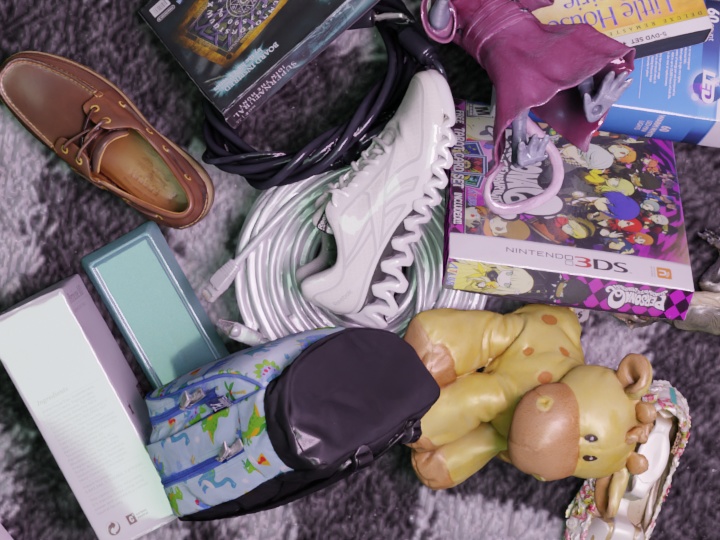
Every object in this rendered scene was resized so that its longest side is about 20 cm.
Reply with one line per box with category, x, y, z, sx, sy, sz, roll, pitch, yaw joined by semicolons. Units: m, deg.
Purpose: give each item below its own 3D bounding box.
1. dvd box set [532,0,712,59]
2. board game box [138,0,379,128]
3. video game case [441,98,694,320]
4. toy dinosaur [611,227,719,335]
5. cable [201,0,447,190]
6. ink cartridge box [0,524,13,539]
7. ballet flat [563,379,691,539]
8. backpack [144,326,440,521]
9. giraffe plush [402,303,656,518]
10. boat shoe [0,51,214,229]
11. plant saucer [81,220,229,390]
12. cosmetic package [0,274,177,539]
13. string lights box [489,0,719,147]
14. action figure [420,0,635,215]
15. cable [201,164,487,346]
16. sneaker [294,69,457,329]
dvd box set;0.169;-0.251;1.245;0.146;0.029;0.201;-13;73;-6
board game box;-0.061;-0.220;1.254;0.200;0.028;0.135;-41;60;4
video game case;0.153;-0.050;1.234;0.181;0.200;0.036;8;131;-2
toy dinosaur;0.303;0.020;1.312;0.199;0.047;0.088;11;110;-2
cable;-0.043;-0.147;1.258;0.200;0.051;0.163;-31;67;-1
ink cartridge box;-0.300;0.320;1.313;0.145;0.084;0.200;-37;96;3
ballet flat;0.213;0.185;1.318;0.075;0.064;0.201;16;96;-3
backpack;-0.070;0.116;1.209;0.154;0.163;0.200;53;131;10
giraffe plush;0.142;0.106;1.236;0.200;0.162;0.173;-32;129;-14
boat shoe;-0.201;-0.105;1.279;0.200;0.068;0.072;37;94;-4
plant saucer;-0.150;0.063;1.323;0.070;0.019;0.200;-29;96;2
cosmetic package;-0.212;0.109;1.285;0.074;0.102;0.200;-26;97;1
string lights box;0.207;-0.163;1.269;0.199;0.059;0.103;8;74;-2
action figure;0.111;-0.164;1.173;0.134;0.200;0.149;-17;140;-24
cable;0.000;0.000;1.293;0.200;0.069;0.200;33;93;-4
sneaker;0.013;-0.055;1.200;0.081;0.075;0.201;17;103;-15
